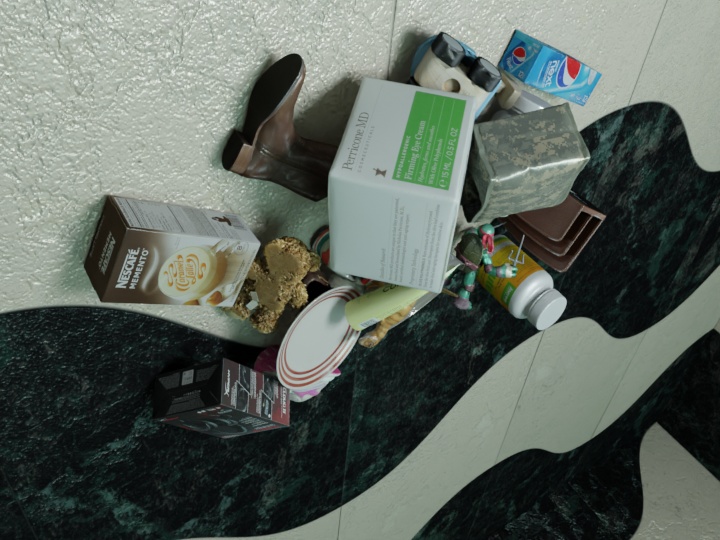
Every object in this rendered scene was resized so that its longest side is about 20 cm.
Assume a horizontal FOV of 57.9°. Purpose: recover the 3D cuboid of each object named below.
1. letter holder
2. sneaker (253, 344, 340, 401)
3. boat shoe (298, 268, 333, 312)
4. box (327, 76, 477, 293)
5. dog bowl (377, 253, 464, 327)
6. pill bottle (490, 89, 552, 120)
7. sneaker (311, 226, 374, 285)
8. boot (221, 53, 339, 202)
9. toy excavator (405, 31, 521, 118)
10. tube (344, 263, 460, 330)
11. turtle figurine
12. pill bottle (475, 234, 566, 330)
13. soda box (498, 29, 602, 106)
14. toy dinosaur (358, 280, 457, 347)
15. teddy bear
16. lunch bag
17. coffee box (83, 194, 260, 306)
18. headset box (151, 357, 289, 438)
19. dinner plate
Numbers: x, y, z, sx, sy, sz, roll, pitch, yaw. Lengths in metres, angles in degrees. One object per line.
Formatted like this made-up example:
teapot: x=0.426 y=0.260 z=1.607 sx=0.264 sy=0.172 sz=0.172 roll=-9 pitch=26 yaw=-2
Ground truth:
letter holder: x=0.328 y=-0.108 z=1.222 sx=0.099 sy=0.201 sz=0.144 roll=9 pitch=121 yaw=-46
sneaker: x=-0.124 y=0.200 z=1.199 sx=0.198 sy=0.081 sz=0.089 roll=19 pitch=111 yaw=-49
boat shoe: x=-0.074 y=0.054 z=1.117 sx=0.070 sy=0.070 sz=0.201 roll=-38 pitch=144 yaw=-8
box: x=0.057 y=-0.118 z=0.906 sx=0.202 sy=0.167 sz=0.202 roll=91 pitch=13 yaw=-54
dog bowl: x=0.100 y=0.029 z=1.207 sx=0.198 sy=0.059 sz=0.200 roll=-37 pitch=168 yaw=-9
pill bottle: x=0.258 y=-0.206 z=1.142 sx=0.107 sy=0.109 sz=0.203 roll=-2 pitch=127 yaw=-40
sneaker: x=0.000 y=0.000 z=1.112 sx=0.071 sy=0.094 sz=0.199 roll=-48 pitch=142 yaw=8
boot: x=-0.069 y=-0.184 z=0.897 sx=0.197 sy=0.065 sz=0.187 roll=13 pitch=129 yaw=-44
toy excavator: x=0.167 y=-0.292 z=0.990 sx=0.192 sy=0.202 sz=0.100 roll=30 pitch=125 yaw=-12
tube: x=0.063 y=0.036 z=1.023 sx=0.197 sy=0.059 sz=0.052 roll=-27 pitch=131 yaw=33
turtle figurine: x=0.225 y=-0.029 z=1.261 sx=0.098 sy=0.152 sz=0.202 roll=9 pitch=130 yaw=-27
pill bottle: x=0.327 y=0.026 z=1.349 sx=0.109 sy=0.200 sz=0.113 roll=-23 pitch=139 yaw=-22
soda box: x=0.326 y=-0.341 z=1.109 sx=0.197 sy=0.068 sz=0.065 roll=1 pitch=126 yaw=-43
toy dinosaur: x=0.068 y=0.051 z=1.092 sx=0.199 sy=0.107 sz=0.060 roll=-41 pitch=171 yaw=27
teddy bear: x=-0.140 y=0.018 z=1.003 sx=0.141 sy=0.067 sz=0.203 roll=16 pitch=127 yaw=-2
lunch bag: x=0.247 y=-0.154 z=1.032 sx=0.160 sy=0.120 sz=0.201 roll=-13 pitch=158 yaw=-5
coffee box: x=-0.250 y=-0.020 z=0.875 sx=0.197 sy=0.080 sz=0.116 roll=4 pitch=122 yaw=-45
headset box: x=-0.219 y=0.219 z=1.079 sx=0.146 sy=0.079 sz=0.199 roll=-15 pitch=150 yaw=25
dinner plate: x=-0.067 y=0.109 z=1.087 sx=0.198 sy=0.024 sz=0.204 roll=-32 pitch=140 yaw=-31
